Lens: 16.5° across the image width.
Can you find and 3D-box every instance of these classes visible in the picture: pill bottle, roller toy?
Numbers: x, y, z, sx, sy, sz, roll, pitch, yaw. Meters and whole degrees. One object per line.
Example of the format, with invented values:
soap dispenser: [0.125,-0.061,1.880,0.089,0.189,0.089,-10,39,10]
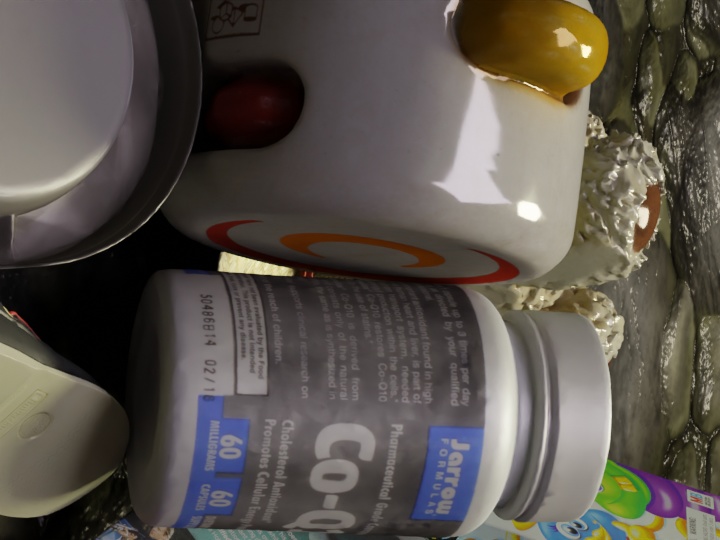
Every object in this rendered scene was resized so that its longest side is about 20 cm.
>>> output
pill bottle: [0.002,0.061,1.103,0.200,0.114,0.114,3,92,-14]
roller toy: [0.007,-0.076,1.073,0.200,0.182,0.140,101,-4,-81]

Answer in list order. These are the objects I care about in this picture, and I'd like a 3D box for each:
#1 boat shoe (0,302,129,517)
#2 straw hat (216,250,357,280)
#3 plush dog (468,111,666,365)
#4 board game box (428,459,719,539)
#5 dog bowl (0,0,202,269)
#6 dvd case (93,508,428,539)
boat shoe: [-0.155,0.051,1.043,0.074,0.063,0.201,-39,154,0]
straw hat: [0.000,0.000,1.219,0.201,0.085,0.202,10,90,-75]
plush dog: [0.082,-0.048,1.373,0.200,0.160,0.172,98,3,-53]
board game box: [0.071,0.147,1.245,0.105,0.200,0.103,-78,-173,-64]
dog bowl: [-0.159,-0.091,0.975,0.200,0.059,0.201,16,65,-37]
dvd case: [-0.057,0.163,1.121,0.200,0.022,0.146,-38,84,-24]
